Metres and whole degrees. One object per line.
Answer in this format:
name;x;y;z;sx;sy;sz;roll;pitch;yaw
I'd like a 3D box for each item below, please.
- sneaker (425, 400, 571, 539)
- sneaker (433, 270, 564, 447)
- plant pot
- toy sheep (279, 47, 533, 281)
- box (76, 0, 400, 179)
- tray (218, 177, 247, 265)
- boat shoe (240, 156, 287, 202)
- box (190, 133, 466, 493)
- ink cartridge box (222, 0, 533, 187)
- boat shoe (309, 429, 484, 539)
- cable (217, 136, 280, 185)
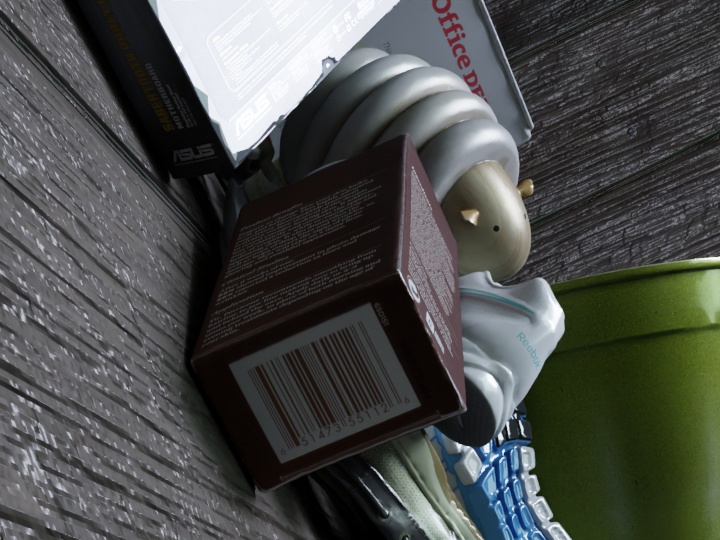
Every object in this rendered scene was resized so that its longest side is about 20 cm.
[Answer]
sneaker;0.059;0.132;0.883;0.075;0.086;0.202;-12;80;-47
sneaker;0.038;0.041;0.811;0.071;0.080;0.200;56;-22;-18
plant pot;0.164;0.109;0.970;0.200;0.198;0.196;45;34;-80
toy sheep;0.016;-0.057;0.889;0.199;0.138;0.138;33;-12;28
box;-0.065;-0.169;0.830;0.200;0.048;0.159;-51;123;-41
tray;-0.034;0.053;0.887;0.108;0.022;0.201;-109;173;-66
boat shoe;0.000;0.001;1.021;0.201;0.063;0.074;44;28;-33
box;-0.010;0.012;0.728;0.200;0.099;0.076;-84;149;-67
ink cartridge box;-0.005;-0.116;1.034;0.084;0.198;0.146;-111;174;-56
boat shoe;0.022;0.140;0.801;0.072;0.066;0.202;13;-45;62
cable;-0.097;-0.130;0.929;0.097;0.050;0.202;37;27;-57
